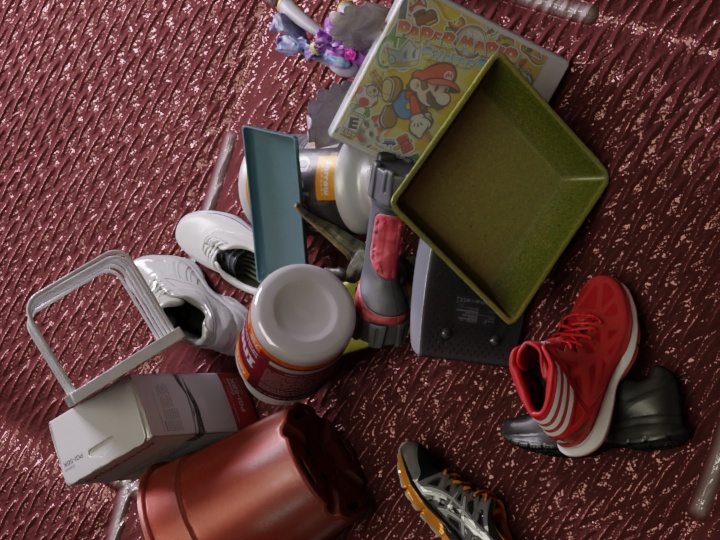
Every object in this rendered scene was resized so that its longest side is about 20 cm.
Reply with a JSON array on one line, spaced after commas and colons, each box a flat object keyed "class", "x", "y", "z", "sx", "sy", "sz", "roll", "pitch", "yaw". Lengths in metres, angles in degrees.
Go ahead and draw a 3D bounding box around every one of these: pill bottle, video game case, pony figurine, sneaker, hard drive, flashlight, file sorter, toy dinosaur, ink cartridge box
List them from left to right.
[{"class": "file sorter", "x": -0.297, "y": 0.065, "z": 1.789, "sx": 0.139, "sy": 0.200, "sz": 0.125, "roll": -31, "pitch": 91, "yaw": -13}, {"class": "ink cartridge box", "x": -0.240, "y": 0.183, "z": 1.859, "sx": 0.147, "sy": 0.200, "sz": 0.083, "roll": -30, "pitch": 71, "yaw": 29}, {"class": "sneaker", "x": -0.223, "y": 0.035, "z": 1.914, "sx": 0.200, "sy": 0.099, "sz": 0.078, "roll": 29, "pitch": 104, "yaw": 32}, {"class": "sneaker", "x": -0.153, "y": -0.024, "z": 1.887, "sx": 0.200, "sy": 0.071, "sz": 0.073, "roll": 22, "pitch": 100, "yaw": 33}, {"class": "pill bottle", "x": -0.076, "y": 0.079, "z": 1.735, "sx": 0.200, "sy": 0.113, "sz": 0.113, "roll": 117, "pitch": 133, "yaw": -65}, {"class": "pill bottle", "x": -0.028, "y": -0.098, "z": 1.778, "sx": 0.200, "sy": 0.116, "sz": 0.117, "roll": 1, "pitch": 88, "yaw": 35}, {"class": "pony figurine", "x": -0.007, "y": -0.232, "z": 1.732, "sx": 0.200, "sy": 0.193, "sz": 0.167, "roll": 38, "pitch": 118, "yaw": 34}, {"class": "toy dinosaur", "x": 0.000, "y": 0.000, "z": 1.748, "sx": 0.200, "sy": 0.047, "sz": 0.088, "roll": 29, "pitch": 123, "yaw": -7}, {"class": "flashlight", "x": 0.031, "y": -0.018, "z": 1.672, "sx": 0.068, "sy": 0.068, "sz": 0.200, "roll": 12, "pitch": 117, "yaw": 7}, {"class": "video game case", "x": 0.093, "y": -0.182, "z": 1.665, "sx": 0.182, "sy": 0.200, "sz": 0.023, "roll": -62, "pitch": 20, "yaw": 14}, {"class": "sneaker", "x": 0.112, "y": 0.257, "z": 1.699, "sx": 0.077, "sy": 0.078, "sz": 0.200, "roll": -42, "pitch": 69, "yaw": 11}, {"class": "hard drive", "x": 0.117, "y": -0.005, "z": 1.660, "sx": 0.042, "sy": 0.135, "sz": 0.200, "roll": 11, "pitch": 92, "yaw": 57}, {"class": "sneaker", "x": 0.211, "y": 0.071, "z": 1.560, "sx": 0.078, "sy": 0.116, "sz": 0.200, "roll": -12, "pitch": 51, "yaw": 36}, {"class": "sneaker", "x": 0.239, "y": 0.144, "z": 1.621, "sx": 0.200, "sy": 0.076, "sz": 0.091, "roll": -9, "pitch": 73, "yaw": 27}]

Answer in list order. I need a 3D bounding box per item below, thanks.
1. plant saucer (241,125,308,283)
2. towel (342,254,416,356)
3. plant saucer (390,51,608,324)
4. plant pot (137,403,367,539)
[{"class": "plant saucer", "x": -0.090, "y": -0.067, "z": 1.749, "sx": 0.070, "sy": 0.019, "sz": 0.200, "roll": 15, "pitch": 127, "yaw": 27}, {"class": "towel", "x": 0.004, "y": 0.047, "z": 1.811, "sx": 0.200, "sy": 0.018, "sz": 0.086, "roll": -19, "pitch": 74, "yaw": 32}, {"class": "plant saucer", "x": 0.133, "y": -0.082, "z": 1.598, "sx": 0.200, "sy": 0.200, "sz": 0.048, "roll": -55, "pitch": 29, "yaw": -15}, {"class": "plant pot", "x": -0.111, "y": 0.258, "z": 1.785, "sx": 0.195, "sy": 0.201, "sz": 0.201, "roll": -34, "pitch": 70, "yaw": 20}]
